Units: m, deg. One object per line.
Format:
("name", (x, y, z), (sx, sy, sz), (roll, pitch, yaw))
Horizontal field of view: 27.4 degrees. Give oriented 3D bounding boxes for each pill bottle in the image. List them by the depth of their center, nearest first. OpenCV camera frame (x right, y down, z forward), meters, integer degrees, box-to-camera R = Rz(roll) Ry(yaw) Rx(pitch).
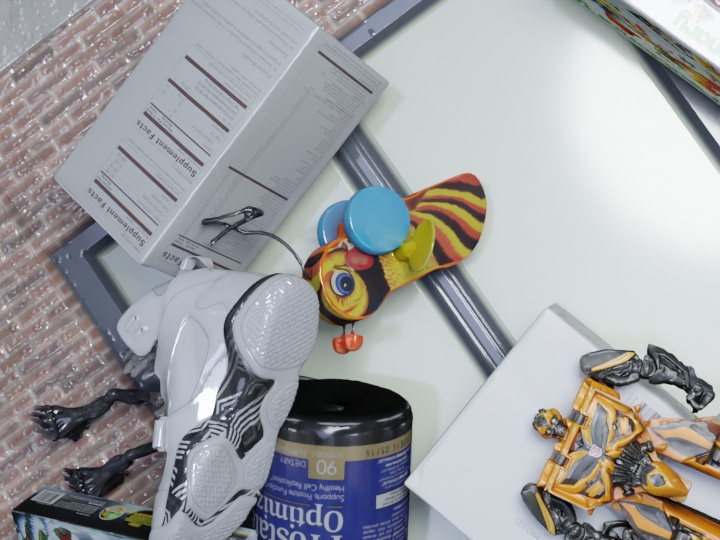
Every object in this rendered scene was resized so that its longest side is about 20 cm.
("pill bottle", (-0.021, 0.185, 1.035), (0.111, 0.112, 0.201), (4, 102, 10))

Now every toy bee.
("toy bee", (0.000, 0.000, 1.031), (0.199, 0.131, 0.109), (-13, 87, -4))

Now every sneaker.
("sneaker", (-0.110, 0.085, 0.972), (0.115, 0.075, 0.201), (19, 84, 35))

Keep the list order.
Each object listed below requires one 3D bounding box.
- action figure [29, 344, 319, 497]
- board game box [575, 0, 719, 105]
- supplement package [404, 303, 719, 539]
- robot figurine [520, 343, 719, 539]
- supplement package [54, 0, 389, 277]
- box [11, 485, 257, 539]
("action figure", (-0.133, 0.103, 1.068), (0.199, 0.102, 0.119), (-24, 84, 12))
("board game box", (0.211, -0.165, 0.996), (0.200, 0.126, 0.035), (38, 95, 8))
("supplement package", (0.160, 0.144, 1.011), (0.200, 0.111, 0.156), (39, 96, 7))
("robot figurine", (0.200, 0.133, 0.918), (0.199, 0.058, 0.145), (24, 93, 8))
("supplement package", (-0.098, -0.099, 1.042), (0.109, 0.114, 0.200), (42, 96, 30))
("box", (-0.149, 0.234, 1.039), (0.199, 0.040, 0.137), (4, 116, 34))
